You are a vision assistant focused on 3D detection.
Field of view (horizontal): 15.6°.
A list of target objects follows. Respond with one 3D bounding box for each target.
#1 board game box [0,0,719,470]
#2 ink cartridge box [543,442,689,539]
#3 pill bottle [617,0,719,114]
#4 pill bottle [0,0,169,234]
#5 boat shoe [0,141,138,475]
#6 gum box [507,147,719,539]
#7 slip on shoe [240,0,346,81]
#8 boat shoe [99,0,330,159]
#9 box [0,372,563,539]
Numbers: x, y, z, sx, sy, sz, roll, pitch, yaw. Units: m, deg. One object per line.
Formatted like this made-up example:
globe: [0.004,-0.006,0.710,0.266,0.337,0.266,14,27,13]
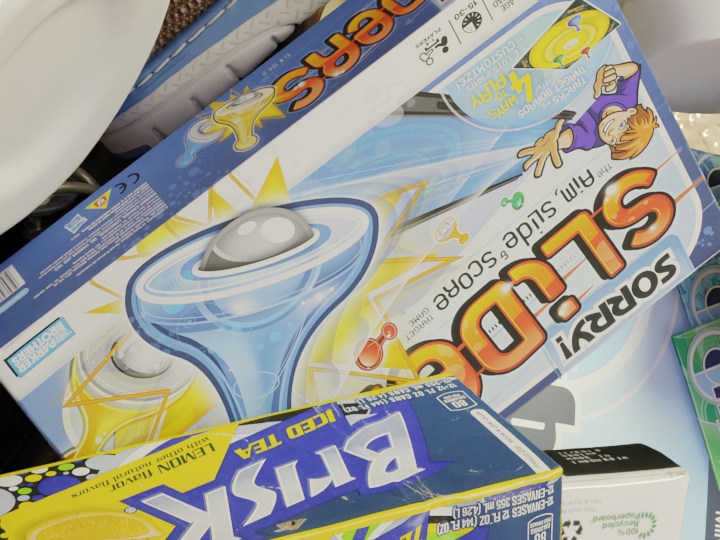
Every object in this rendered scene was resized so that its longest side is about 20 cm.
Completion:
board game box: [0.000,0.000,0.752,0.200,0.034,0.136,-38,129,-5]
ink cartridge box: [0.045,0.155,0.834,0.094,0.037,0.201,-1,105,-28]
pill bottle: [0.124,-0.162,0.910,0.111,0.111,0.201,7,73,-31]
pill bottle: [-0.157,-0.102,0.697,0.200,0.111,0.111,37,60,14]
boat shoe: [-0.094,0.004,0.785,0.072,0.060,0.202,35,65,-20]
gum box: [0.049,0.032,0.879,0.199,0.044,0.171,12,75,-30]
slip on shoe: [0.018,-0.088,0.827,0.076,0.061,0.200,47,45,1]
boat shoe: [-0.019,-0.120,0.737,0.200,0.072,0.072,-44,114,5]
box: [-0.047,0.087,0.703,0.199,0.070,0.065,-12,118,-23]
